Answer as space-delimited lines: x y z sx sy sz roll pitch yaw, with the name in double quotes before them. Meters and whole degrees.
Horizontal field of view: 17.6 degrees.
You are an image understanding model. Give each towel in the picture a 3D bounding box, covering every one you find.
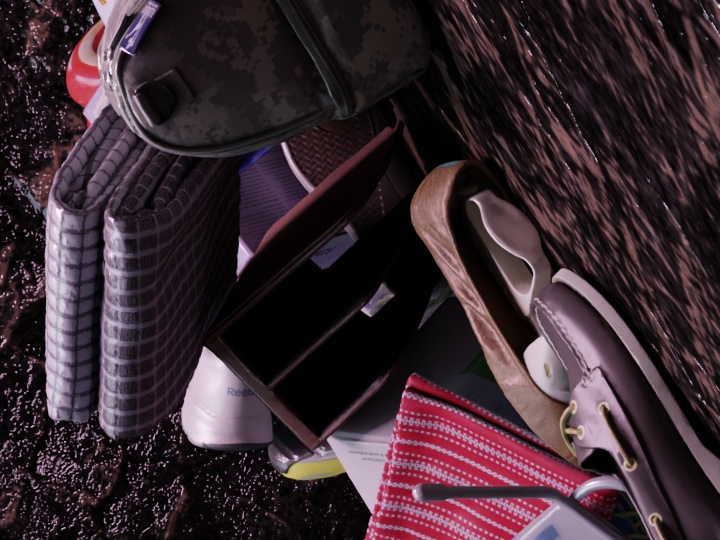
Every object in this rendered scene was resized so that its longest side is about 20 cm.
"towel" 0.073 0.159 1.412 0.144 0.023 0.201 26 139 13
"towel" -0.124 -0.017 1.435 0.200 0.085 0.167 -61 -21 -52

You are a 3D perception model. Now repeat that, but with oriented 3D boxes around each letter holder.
"letter holder" 0.000 0.000 1.503 0.101 0.142 0.200 45 -159 -8

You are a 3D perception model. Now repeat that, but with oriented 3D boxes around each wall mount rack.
"wall mount rack" 0.085 0.178 1.347 0.173 0.075 0.200 35 137 -6

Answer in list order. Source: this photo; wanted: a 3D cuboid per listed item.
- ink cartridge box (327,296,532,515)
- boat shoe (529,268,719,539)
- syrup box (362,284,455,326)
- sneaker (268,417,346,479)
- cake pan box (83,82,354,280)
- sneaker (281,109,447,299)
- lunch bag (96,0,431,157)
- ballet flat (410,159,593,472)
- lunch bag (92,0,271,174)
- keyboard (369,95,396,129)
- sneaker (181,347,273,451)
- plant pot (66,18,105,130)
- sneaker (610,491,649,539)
"ink cartridge box" 0.088 0.139 1.518 0.087 0.145 0.201 2 129 47
"boat shoe" 0.141 0.088 1.219 0.202 0.060 0.072 56 175 26
"syrup box" 0.055 0.042 1.740 0.082 0.078 0.200 60 175 -37
"sneaker" 0.028 0.111 1.587 0.078 0.199 0.091 41 141 46
"cake pan box" -0.082 -0.078 1.701 0.184 0.052 0.199 49 -145 17
"sneaker" 0.000 -0.063 1.667 0.201 0.072 0.085 62 -174 9
"lunch bag" -0.067 -0.133 1.300 0.140 0.167 0.200 58 175 -10
"ballet flat" 0.098 0.020 1.317 0.201 0.067 0.072 61 157 12
"lunch bag" -0.121 -0.191 1.556 0.200 0.124 0.170 51 -176 -41
"keyboard" -0.032 -0.180 1.568 0.127 0.021 0.200 59 175 -34
"sneaker" -0.101 0.042 1.578 0.200 0.074 0.088 -131 45 -53
"plant pot" -0.140 -0.132 1.941 0.183 0.200 0.200 63 174 -30
"sneaker" 0.166 0.165 1.388 0.200 0.075 0.105 55 174 45
